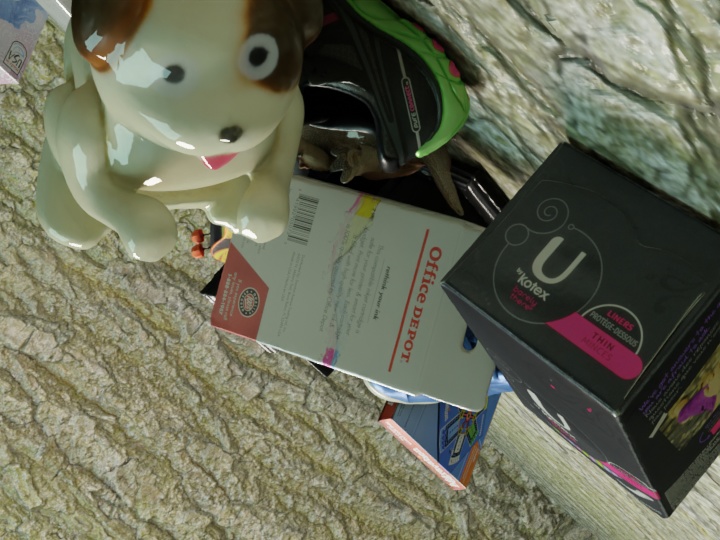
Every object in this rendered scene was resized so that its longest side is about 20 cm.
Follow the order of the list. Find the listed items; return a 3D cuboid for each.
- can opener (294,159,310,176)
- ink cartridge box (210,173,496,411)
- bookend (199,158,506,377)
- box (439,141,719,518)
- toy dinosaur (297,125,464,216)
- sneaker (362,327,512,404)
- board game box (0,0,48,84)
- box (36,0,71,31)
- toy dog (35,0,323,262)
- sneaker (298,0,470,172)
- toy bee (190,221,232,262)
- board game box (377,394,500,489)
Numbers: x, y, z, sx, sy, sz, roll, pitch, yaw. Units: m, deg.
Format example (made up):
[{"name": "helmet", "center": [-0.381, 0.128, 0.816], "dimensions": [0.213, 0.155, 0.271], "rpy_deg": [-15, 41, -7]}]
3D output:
[{"name": "can opener", "center": [-0.108, -0.130, 0.873], "dimensions": [0.200, 0.053, 0.067], "rpy_deg": [20, 126, 41]}, {"name": "ink cartridge box", "center": [0.011, 0.010, 0.682], "dimensions": [0.199, 0.117, 0.067], "rpy_deg": [18, -175, 21]}, {"name": "bookend", "center": [0.000, 0.000, 0.799], "dimensions": [0.092, 0.200, 0.199], "rpy_deg": [45, 175, -32]}, {"name": "box", "center": [0.146, 0.042, 0.574], "dimensions": [0.122, 0.106, 0.200], "rpy_deg": [38, 173, 35]}, {"name": "toy dinosaur", "center": [0.001, -0.095, 0.714], "dimensions": [0.199, 0.086, 0.135], "rpy_deg": [23, 179, 21]}, {"name": "sneaker", "center": [0.103, 0.062, 0.786], "dimensions": [0.199, 0.077, 0.111], "rpy_deg": [-2, 170, -6]}, {"name": "board game box", "center": [-0.343, -0.305, 0.900], "dimensions": [0.043, 0.200, 0.200], "rpy_deg": [6, 157, 25]}, {"name": "box", "center": [-0.136, -0.188, 0.689], "dimensions": [0.097, 0.124, 0.200], "rpy_deg": [39, 173, 32]}, {"name": "toy dog", "center": [-0.086, -0.100, 0.518], "dimensions": [0.139, 0.195, 0.200], "rpy_deg": [3, 176, -20]}, {"name": "sneaker", "center": [-0.030, -0.131, 0.588], "dimensions": [0.200, 0.084, 0.077], "rpy_deg": [40, 174, 23]}, {"name": "toy bee", "center": [-0.110, -0.036, 0.967], "dimensions": [0.131, 0.108, 0.201], "rpy_deg": [-100, 7, -53]}, {"name": "board game box", "center": [0.089, 0.079, 0.896], "dimensions": [0.103, 0.200, 0.019], "rpy_deg": [44, 142, -23]}]
